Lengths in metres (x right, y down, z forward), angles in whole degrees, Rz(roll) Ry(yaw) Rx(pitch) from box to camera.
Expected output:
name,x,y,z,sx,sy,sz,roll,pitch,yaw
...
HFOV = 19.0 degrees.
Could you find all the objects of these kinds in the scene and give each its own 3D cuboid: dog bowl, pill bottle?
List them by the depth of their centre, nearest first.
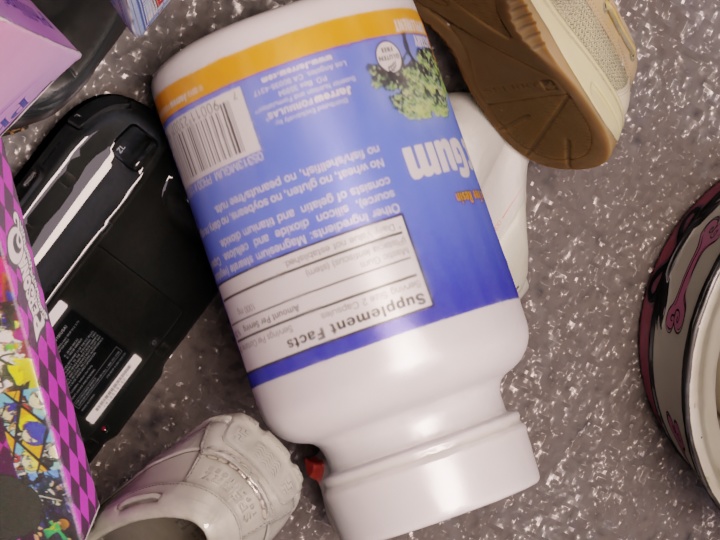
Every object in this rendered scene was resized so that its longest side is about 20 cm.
name,x,y,z,sx,sy,sz,roll,pitch,yaw
pill bottle,0.000,0.000,0.838,0.112,0.112,0.201,-19,87,-20
dog bowl,0.219,0.031,1.018,0.199,0.074,0.201,-7,108,-23

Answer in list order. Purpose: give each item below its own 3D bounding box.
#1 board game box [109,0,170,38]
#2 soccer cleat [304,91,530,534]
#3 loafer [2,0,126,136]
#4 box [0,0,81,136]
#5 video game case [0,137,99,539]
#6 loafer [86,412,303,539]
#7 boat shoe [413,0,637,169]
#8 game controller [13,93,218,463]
name,x,y,z,sx,sy,sz,roll,pitch,yaw
board game box,-0.079,-0.188,0.691,0.199,0.062,0.200,21,73,9
soccer cleat,0.034,0.023,0.932,0.077,0.069,0.201,11,96,-31
loafer,-0.098,-0.138,0.825,0.073,0.072,0.200,36,69,-4
box,-0.227,-0.081,0.685,0.176,0.097,0.200,-45,82,5
video game case,-0.205,0.018,0.783,0.181,0.036,0.201,-9,110,10
loafer,-0.099,0.128,0.844,0.070,0.070,0.200,43,127,1
boat shoe,0.056,-0.128,0.862,0.200,0.072,0.065,53,52,-37
game controller,-0.128,0.028,0.875,0.200,0.042,0.104,-53,133,-4
